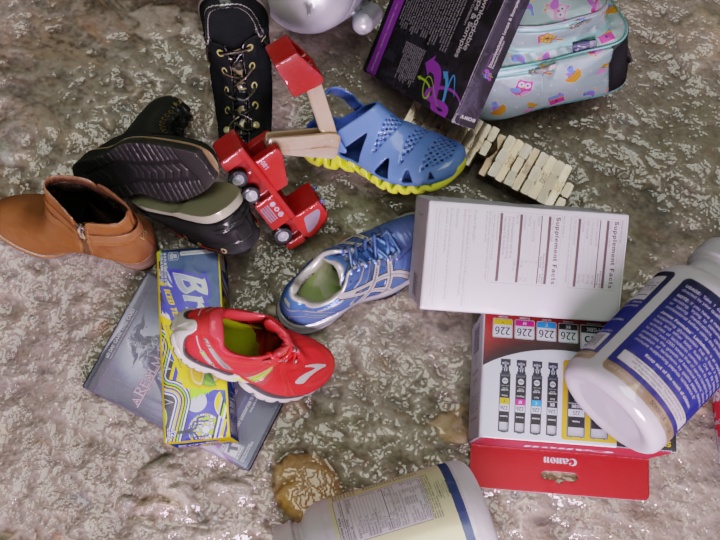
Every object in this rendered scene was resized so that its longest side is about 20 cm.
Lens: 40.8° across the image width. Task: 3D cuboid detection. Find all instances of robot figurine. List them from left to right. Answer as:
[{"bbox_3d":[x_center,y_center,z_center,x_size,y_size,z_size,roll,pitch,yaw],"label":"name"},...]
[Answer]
[{"bbox_3d":[-0.044,-0.327,1.071,0.170,0.200,0.113,39,120,-1],"label":"robot figurine"}]

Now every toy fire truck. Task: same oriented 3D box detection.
[{"bbox_3d":[-0.073,-0.127,1.011,0.141,0.200,0.049,-33,39,4],"label":"toy fire truck"}]

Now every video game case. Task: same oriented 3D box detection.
[{"bbox_3d":[-0.175,0.106,1.040,0.200,0.019,0.143,26,76,5],"label":"video game case"}]

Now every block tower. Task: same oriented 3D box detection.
[{"bbox_3d":[0.143,-0.130,1.086,0.200,0.058,0.054,29,88,5],"label":"block tower"}]

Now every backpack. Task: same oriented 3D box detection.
[{"bbox_3d":[0.180,-0.266,1.074,0.200,0.153,0.176,-19,57,8],"label":"backpack"}]

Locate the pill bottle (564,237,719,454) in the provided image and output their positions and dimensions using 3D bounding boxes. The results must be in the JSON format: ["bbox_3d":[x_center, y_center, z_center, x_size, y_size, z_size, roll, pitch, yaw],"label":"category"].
[{"bbox_3d":[0.300,0.067,0.921,0.200,0.116,0.116,-42,79,-12],"label":"pill bottle"}]

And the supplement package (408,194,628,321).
[{"bbox_3d":[0.157,-0.014,0.994,0.199,0.114,0.110,4,97,-3],"label":"supplement package"}]

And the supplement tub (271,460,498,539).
[{"bbox_3d":[0.027,0.278,0.930,0.200,0.145,0.145,-16,76,-5],"label":"supplement tub"}]

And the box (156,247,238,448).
[{"bbox_3d":[-0.169,0.079,1.005,0.070,0.064,0.200,-5,74,-2],"label":"box"}]

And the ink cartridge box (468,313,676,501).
[{"bbox_3d":[0.216,0.142,1.002,0.199,0.084,0.176,4,75,0],"label":"ink cartridge box"}]

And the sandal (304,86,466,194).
[{"bbox_3d":[0.019,-0.142,1.041,0.200,0.087,0.080,16,48,22],"label":"sandal"}]

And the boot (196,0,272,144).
[{"bbox_3d":[-0.126,-0.197,1.031,0.073,0.204,0.154,-4,79,-2],"label":"boot"}]

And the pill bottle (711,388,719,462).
[{"bbox_3d":[0.418,0.102,1.001,0.112,0.112,0.200,-1,74,-1],"label":"pill bottle"}]

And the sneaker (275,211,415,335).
[{"bbox_3d":[0.000,0.000,1.040,0.200,0.077,0.076,-35,76,-12],"label":"sneaker"}]

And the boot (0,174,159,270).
[{"bbox_3d":[-0.312,-0.055,1.009,0.200,0.155,0.077,20,76,5],"label":"boot"}]

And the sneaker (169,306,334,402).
[{"bbox_3d":[-0.091,0.082,0.957,0.085,0.200,0.077,-17,65,40],"label":"sneaker"}]

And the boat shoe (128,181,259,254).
[{"bbox_3d":[-0.182,-0.066,1.027,0.074,0.063,0.201,-44,40,-22],"label":"boat shoe"}]

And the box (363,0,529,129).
[{"bbox_3d":[0.084,-0.248,1.026,0.036,0.200,0.143,12,110,-33],"label":"box"}]

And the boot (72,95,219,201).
[{"bbox_3d":[-0.200,-0.143,1.020,0.200,0.078,0.138,4,45,37],"label":"boot"}]
